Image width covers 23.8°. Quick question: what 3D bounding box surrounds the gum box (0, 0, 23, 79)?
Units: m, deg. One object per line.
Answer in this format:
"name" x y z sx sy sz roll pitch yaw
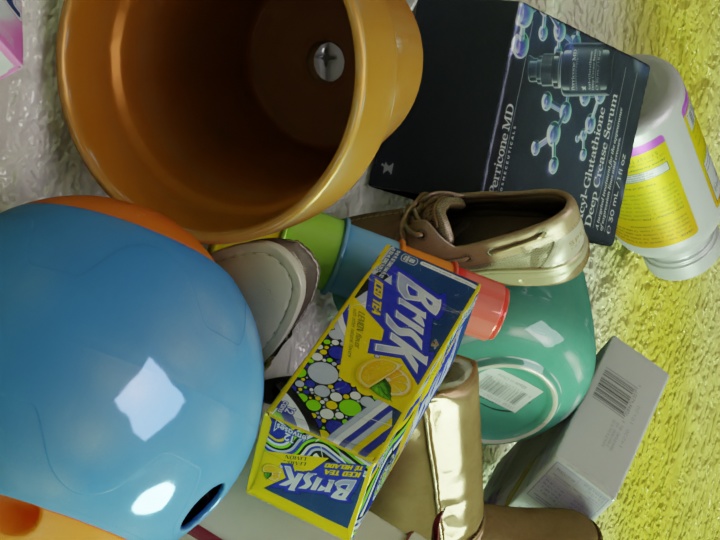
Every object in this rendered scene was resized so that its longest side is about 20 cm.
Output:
"gum box" -0.239 -0.177 0.822 0.200 0.066 0.114 52 19 -43

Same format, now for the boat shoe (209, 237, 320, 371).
"boat shoe" -0.078 0.034 1.036 0.059 0.200 0.072 -26 77 -43

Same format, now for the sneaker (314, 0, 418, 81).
"sneaker" -0.004 -0.148 1.186 0.082 0.077 0.201 55 53 -75

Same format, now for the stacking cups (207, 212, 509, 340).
"stacking cups" 0.000 0.000 1.117 0.199 0.061 0.061 21 79 -7

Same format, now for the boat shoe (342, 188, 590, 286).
"boat shoe" 0.055 -0.028 1.173 0.065 0.198 0.072 69 22 -47

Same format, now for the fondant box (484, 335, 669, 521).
"fondant box" 0.148 0.163 1.327 0.144 0.058 0.200 -55 179 -45

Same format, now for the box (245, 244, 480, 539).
"box" 0.006 0.066 1.010 0.200 0.070 0.065 -54 165 -54

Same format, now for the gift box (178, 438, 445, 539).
"gift box" -0.039 0.203 1.044 0.201 0.186 0.185 -57 179 -9

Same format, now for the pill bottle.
"pill bottle" 0.254 -0.083 1.479 0.105 0.104 0.200 -56 136 -27

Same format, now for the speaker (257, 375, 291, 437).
"speaker" -0.040 0.177 1.191 0.081 0.081 0.202 -14 108 -49

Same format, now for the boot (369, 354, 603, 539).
"boot" 0.077 0.140 1.155 0.174 0.066 0.201 -13 127 -5

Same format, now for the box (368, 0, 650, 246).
"box" 0.117 -0.112 1.298 0.199 0.107 0.150 13 89 -51

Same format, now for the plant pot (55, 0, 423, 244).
"plant pot" -0.051 -0.127 1.033 0.183 0.199 0.202 -18 113 -64

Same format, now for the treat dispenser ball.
"treat dispenser ball" -0.152 0.060 0.923 0.200 0.200 0.202 -16 110 -49

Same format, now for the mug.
"mug" 0.080 0.057 1.244 0.153 0.184 0.115 77 7 -45
